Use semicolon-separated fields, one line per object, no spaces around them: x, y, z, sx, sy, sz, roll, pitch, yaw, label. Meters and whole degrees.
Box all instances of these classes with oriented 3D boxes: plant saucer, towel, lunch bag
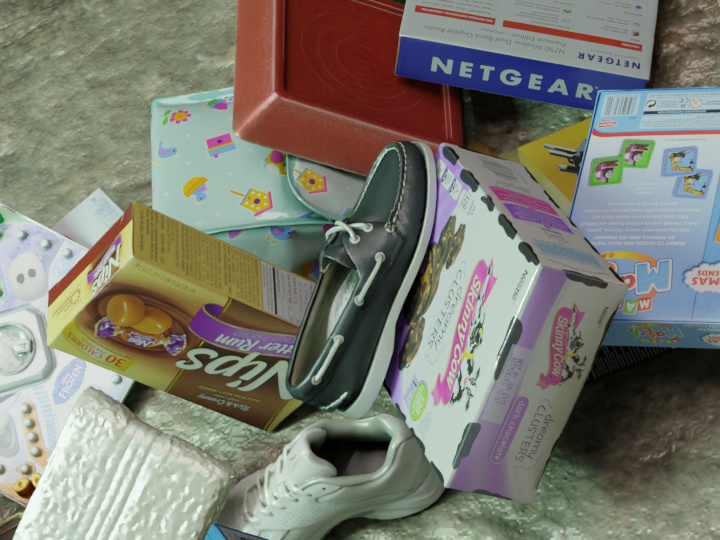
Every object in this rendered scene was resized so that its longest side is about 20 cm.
-0.001;-0.158;1.553;0.198;0.037;0.201;15;45;-16;plant saucer
-0.179;0.200;1.383;0.132;0.034;0.202;27;94;15;towel
-0.061;-0.064;1.548;0.198;0.123;0.172;-9;47;4;lunch bag

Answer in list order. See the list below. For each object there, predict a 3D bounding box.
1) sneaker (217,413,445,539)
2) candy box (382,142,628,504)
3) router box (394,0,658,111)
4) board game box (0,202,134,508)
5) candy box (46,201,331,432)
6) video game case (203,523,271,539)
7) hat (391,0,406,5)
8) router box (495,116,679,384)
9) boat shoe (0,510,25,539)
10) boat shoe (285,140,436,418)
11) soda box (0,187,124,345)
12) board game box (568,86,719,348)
-0.042;0.147;1.377;0.198;0.100;0.078;-26;56;6;sneaker
0.085;0.032;1.339;0.169;0.071;0.200;-68;25;19;candy box
0.137;-0.220;1.563;0.198;0.049;0.181;11;55;3;router box
-0.276;0.061;1.540;0.199;0.026;0.201;27;77;10;board game box
-0.112;0.038;1.416;0.117;0.199;0.057;-41;37;34;candy box
0.010;0.221;1.220;0.018;0.199;0.143;-63;33;9;video game case
-0.041;-0.261;1.652;0.199;0.177;0.166;-28;47;4;hat
0.167;-0.017;1.439;0.156;0.052;0.201;-22;47;9;router box
-0.193;0.184;1.450;0.199;0.072;0.060;-28;47;10;boat shoe
0.000;0.000;1.372;0.075;0.060;0.202;-4;71;61;boat shoe
-0.260;0.029;1.606;0.200;0.068;0.064;-40;49;-8;soda box
0.221;-0.040;1.367;0.150;0.037;0.202;1;56;26;board game box
